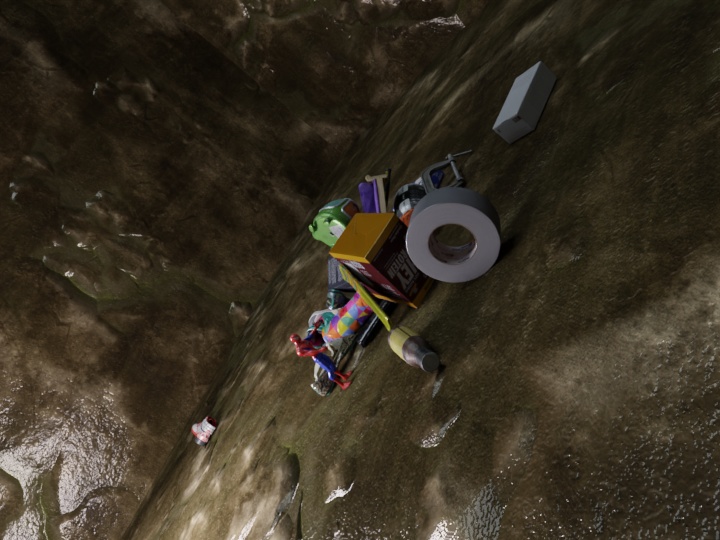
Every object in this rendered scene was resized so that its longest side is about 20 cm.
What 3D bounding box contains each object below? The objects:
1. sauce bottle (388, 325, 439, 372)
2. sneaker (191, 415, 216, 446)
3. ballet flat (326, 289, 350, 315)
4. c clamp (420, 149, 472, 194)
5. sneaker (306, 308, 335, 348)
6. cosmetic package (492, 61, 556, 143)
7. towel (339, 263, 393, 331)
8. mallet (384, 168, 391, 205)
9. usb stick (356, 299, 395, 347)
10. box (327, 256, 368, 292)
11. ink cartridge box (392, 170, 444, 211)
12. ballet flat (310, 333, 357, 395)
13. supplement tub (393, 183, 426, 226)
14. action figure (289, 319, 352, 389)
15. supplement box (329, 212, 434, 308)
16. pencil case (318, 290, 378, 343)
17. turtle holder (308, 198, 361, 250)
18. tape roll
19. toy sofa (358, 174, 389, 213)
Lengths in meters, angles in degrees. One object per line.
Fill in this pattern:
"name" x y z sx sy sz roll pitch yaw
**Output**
"sauce bottle" 0.113 0.167 1.192 0.065 0.064 0.200 -54 15 -1
"sneaker" -0.680 0.685 2.461 0.109 0.067 0.201 -56 19 -9
"ballet flat" -0.064 0.108 1.735 0.075 0.074 0.200 -53 -19 -1
"c clamp" 0.261 -0.290 1.671 0.167 0.027 0.202 -15 39 13
"sneaker" -0.139 0.199 1.849 0.121 0.084 0.199 -52 13 -31
"cosmetic package" 0.438 -0.446 1.495 0.101 0.073 0.203 -22 37 62
"towel" 0.013 0.069 1.441 0.018 0.200 0.086 -38 -25 -6
"mallet" 0.083 -0.199 1.678 0.065 0.041 0.205 20 106 38
"usb stick" 0.054 0.119 1.528 0.202 0.032 0.055 -56 9 -5
"box" 0.000 0.000 1.653 0.199 0.145 0.107 155 116 -64
"ink cartridge box" 0.193 -0.263 1.886 0.199 0.044 0.095 -33 25 54
"ballet flat" -0.079 0.248 1.572 0.202 0.075 0.068 -61 14 -23
"supplement tub" 0.158 -0.167 1.645 0.123 0.122 0.201 -47 17 22
"action figure" -0.088 0.209 1.445 0.099 0.199 0.066 -47 17 20
"supplement box" 0.064 -0.030 1.427 0.134 0.200 0.196 -55 27 -14
"pencil case" -0.035 0.141 1.648 0.200 0.088 0.089 -46 17 21
"turtle holder" -0.067 -0.135 1.677 0.133 0.139 0.186 -59 2 -29
"tape roll" 0.197 -0.074 1.192 0.200 0.199 0.067 -42 19 36
"toy sofa" 0.047 -0.170 1.626 0.095 0.205 0.083 -7 -1 7
